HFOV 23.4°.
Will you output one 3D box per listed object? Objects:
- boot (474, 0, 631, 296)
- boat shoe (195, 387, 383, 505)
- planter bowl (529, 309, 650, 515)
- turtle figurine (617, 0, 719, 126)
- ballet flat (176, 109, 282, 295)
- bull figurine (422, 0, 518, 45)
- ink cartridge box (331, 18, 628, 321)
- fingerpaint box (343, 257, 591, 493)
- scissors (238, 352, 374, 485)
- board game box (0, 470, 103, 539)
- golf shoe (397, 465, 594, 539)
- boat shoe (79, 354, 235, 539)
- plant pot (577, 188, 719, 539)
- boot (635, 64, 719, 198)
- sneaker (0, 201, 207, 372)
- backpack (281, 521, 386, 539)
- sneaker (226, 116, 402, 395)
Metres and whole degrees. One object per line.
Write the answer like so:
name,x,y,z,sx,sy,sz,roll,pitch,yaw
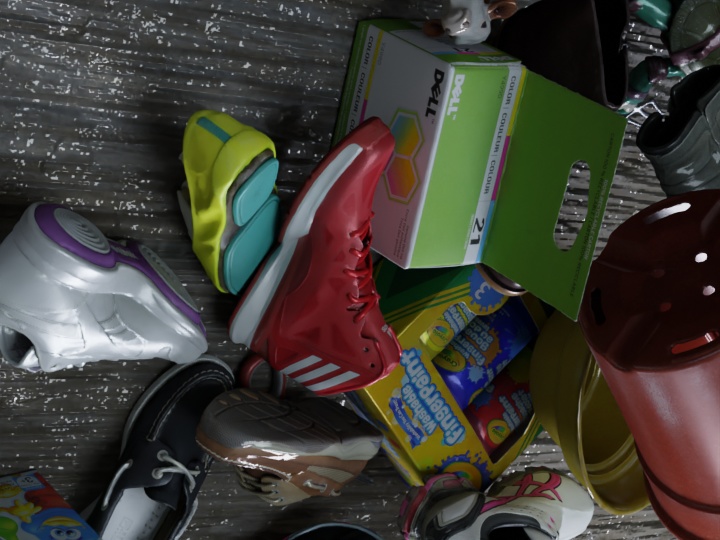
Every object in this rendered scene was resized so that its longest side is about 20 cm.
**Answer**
boot,0.127,-0.091,1.188,0.072,0.166,0.201,4,80,-20
boat shoe,-0.053,0.132,1.225,0.200,0.076,0.072,16,107,-58
planter bowl,0.186,0.078,1.321,0.200,0.083,0.202,-17,113,-48
turtle figurine,0.246,-0.192,1.323,0.150,0.100,0.200,-51,127,-14
ballet flat,-0.088,-0.048,1.126,0.067,0.067,0.200,-48,169,-18
bull figurine,0.085,-0.245,1.157,0.200,0.065,0.122,-57,139,-28
ink cartridge box,0.071,-0.069,1.164,0.075,0.200,0.149,-4,115,-38
fingerpaint box,0.073,0.069,1.332,0.167,0.073,0.200,-44,134,-13
scissors,-0.054,0.131,1.305,0.073,0.014,0.200,-47,136,-13
board game box,-0.206,0.225,1.094,0.104,0.200,0.104,-10,119,-37
golf shoe,0.121,0.202,1.336,0.199,0.092,0.073,1,114,-46
boat shoe,-0.144,0.152,1.197,0.074,0.060,0.200,37,87,-28
plant pot,0.250,0.061,1.180,0.201,0.201,0.195,-46,130,-10
boot,0.277,-0.096,1.280,0.200,0.067,0.131,-43,127,-38
sneaker,-0.174,0.024,1.103,0.100,0.075,0.200,-44,146,8
backpack,-0.034,0.295,1.297,0.200,0.178,0.151,-37,152,-17
sneaker,0.000,0.000,1.169,0.078,0.115,0.200,-43,167,-54
